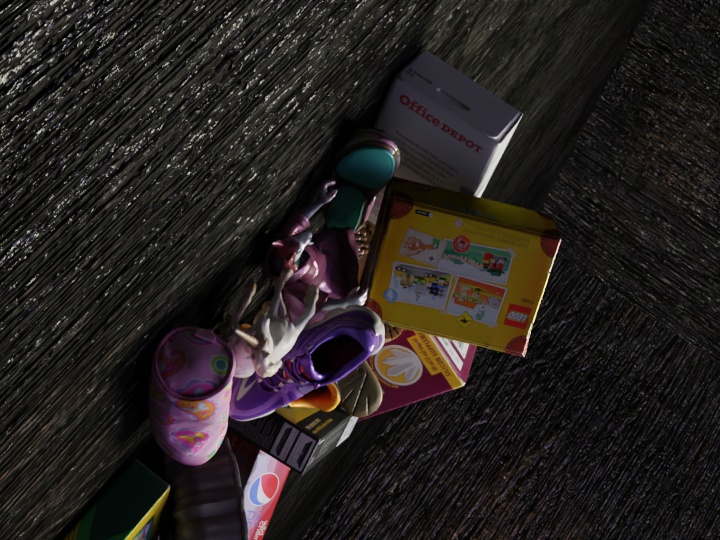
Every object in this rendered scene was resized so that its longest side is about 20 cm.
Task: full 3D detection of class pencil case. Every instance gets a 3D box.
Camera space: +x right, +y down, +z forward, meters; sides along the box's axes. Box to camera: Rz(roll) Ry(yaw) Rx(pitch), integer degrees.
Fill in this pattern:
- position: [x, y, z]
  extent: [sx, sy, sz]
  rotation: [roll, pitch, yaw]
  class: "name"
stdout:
- position: [-0.171, 0.128, 1.406]
  extent: [0.088, 0.087, 0.201]
  rotation: [-51, 170, -24]
  class: "pencil case"

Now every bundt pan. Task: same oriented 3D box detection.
- position: [-0.190, 0.280, 1.589]
  extent: [0.075, 0.204, 0.203]
  rotation: [-5, 146, -20]
  class: "bundt pan"

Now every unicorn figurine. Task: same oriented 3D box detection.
- position: [-0.100, 0.064, 1.421]
  extent: [0.200, 0.073, 0.139]
  rotation: [-51, -166, 55]
  class: "unicorn figurine"

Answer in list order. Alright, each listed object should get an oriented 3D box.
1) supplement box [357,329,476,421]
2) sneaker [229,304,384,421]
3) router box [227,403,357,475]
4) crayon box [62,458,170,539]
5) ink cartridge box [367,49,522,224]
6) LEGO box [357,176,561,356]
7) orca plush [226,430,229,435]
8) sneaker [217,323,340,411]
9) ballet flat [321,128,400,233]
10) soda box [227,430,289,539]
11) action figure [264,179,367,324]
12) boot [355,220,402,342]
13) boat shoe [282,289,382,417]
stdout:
- position: [0.037, 0.103, 1.847]
  extent: [0.198, 0.132, 0.104]
  rotation: [-23, -155, 31]
  class: "supplement box"
- position: [-0.068, 0.099, 1.469]
  extent: [0.198, 0.081, 0.083]
  rotation: [-30, -172, 15]
  class: "sneaker"
- position: [-0.095, 0.162, 1.674]
  extent: [0.053, 0.156, 0.200]
  rotation: [-62, 170, 13]
  class: "router box"
- position: [-0.293, 0.327, 1.532]
  extent: [0.173, 0.058, 0.201]
  rotation: [-48, 168, -36]
  class: "crayon box"
- position: [0.082, -0.131, 1.627]
  extent: [0.084, 0.145, 0.201]
  rotation: [-48, 169, -47]
  class: "ink cartridge box"
- position: [0.109, -0.005, 1.568]
  extent: [0.077, 0.197, 0.151]
  rotation: [-93, -162, -68]
  class: "LEGO box"
- position: [-0.168, 0.214, 1.757]
  extent: [0.198, 0.071, 0.107]
  rotation: [-22, 120, -36]
  class: "orca plush"
- position: [-0.100, 0.116, 1.566]
  extent: [0.198, 0.077, 0.079]
  rotation: [7, 123, -41]
  class: "sneaker"
- position: [0.002, -0.114, 1.565]
  extent: [0.201, 0.068, 0.072]
  rotation: [116, -6, -59]
  class: "ballet flat"
- position: [-0.147, 0.278, 1.703]
  extent: [0.063, 0.070, 0.202]
  rotation: [13, 104, -43]
  class: "soda box"
- position: [-0.067, -0.011, 1.533]
  extent: [0.147, 0.136, 0.200]
  rotation: [-15, 167, 17]
  class: "action figure"
- position: [0.000, 0.000, 1.748]
  extent: [0.107, 0.074, 0.203]
  rotation: [-31, -124, 58]
  class: "boot"
- position: [-0.040, 0.084, 1.687]
  extent: [0.071, 0.203, 0.066]
  rotation: [-30, -171, -8]
  class: "boat shoe"
